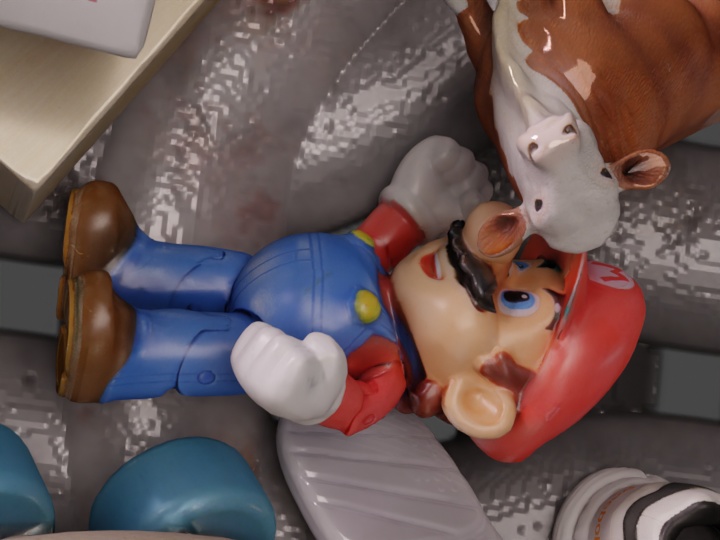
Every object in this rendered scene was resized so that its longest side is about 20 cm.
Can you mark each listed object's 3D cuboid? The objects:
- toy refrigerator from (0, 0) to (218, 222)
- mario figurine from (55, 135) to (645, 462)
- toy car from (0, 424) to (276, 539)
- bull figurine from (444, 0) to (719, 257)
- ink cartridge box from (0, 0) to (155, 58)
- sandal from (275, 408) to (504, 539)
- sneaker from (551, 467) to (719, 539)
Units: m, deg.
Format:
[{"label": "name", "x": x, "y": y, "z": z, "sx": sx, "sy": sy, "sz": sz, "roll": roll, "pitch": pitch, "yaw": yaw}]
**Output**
[{"label": "toy refrigerator", "x": -0.076, "y": -0.118, "z": 0.996, "sx": 0.076, "sy": 0.070, "sz": 0.200, "roll": 40, "pitch": 76, "yaw": -2}, {"label": "mario figurine", "x": 0.000, "y": 0.000, "z": 0.985, "sx": 0.199, "sy": 0.106, "sz": 0.124, "roll": 4, "pitch": 72, "yaw": -10}, {"label": "toy car", "x": -0.096, "y": 0.183, "z": 0.944, "sx": 0.176, "sy": 0.185, "sz": 0.201, "roll": 7, "pitch": 126, "yaw": -38}, {"label": "bull figurine", "x": 0.076, "y": -0.077, "z": 0.994, "sx": 0.065, "sy": 0.200, "sz": 0.122, "roll": -21, "pitch": 93, "yaw": 28}, {"label": "ink cartridge box", "x": -0.143, "y": -0.163, "z": 0.883, "sx": 0.199, "sy": 0.088, "sz": 0.146, "roll": 14, "pitch": 109, "yaw": -10}, {"label": "sandal", "x": 0.032, "y": 0.133, "z": 1.018, "sx": 0.079, "sy": 0.059, "sz": 0.207, "roll": -20, "pitch": 71, "yaw": -32}, {"label": "sneaker", "x": 0.160, "y": 0.141, "z": 1.039, "sx": 0.199, "sy": 0.080, "sz": 0.074, "roll": 32, "pitch": 76, "yaw": -13}]
